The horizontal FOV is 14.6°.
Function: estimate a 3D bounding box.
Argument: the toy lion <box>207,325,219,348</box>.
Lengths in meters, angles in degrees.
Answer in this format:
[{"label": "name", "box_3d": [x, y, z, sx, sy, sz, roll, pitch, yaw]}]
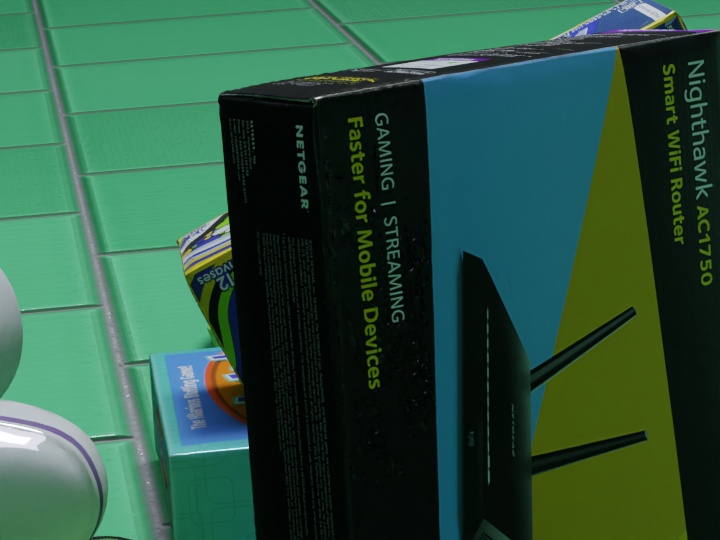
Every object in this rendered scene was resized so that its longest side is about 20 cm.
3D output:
[{"label": "toy lion", "box_3d": [0.000, 0.000, 1.257, 0.199, 0.069, 0.191, -14, 16, 47]}]

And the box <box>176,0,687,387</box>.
[{"label": "box", "box_3d": [0.035, -0.025, 1.024, 0.199, 0.065, 0.070, -29, 13, 0]}]

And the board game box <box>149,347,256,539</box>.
[{"label": "board game box", "box_3d": [0.023, 0.060, 1.063, 0.199, 0.045, 0.152, -6, 13, -7]}]

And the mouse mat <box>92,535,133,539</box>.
[{"label": "mouse mat", "box_3d": [-0.109, 0.124, 0.899, 0.160, 0.008, 0.200, -10, 15, -26]}]

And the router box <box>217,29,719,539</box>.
[{"label": "router box", "box_3d": [0.040, 0.039, 0.793, 0.149, 0.201, 0.051, -12, 13, -36]}]

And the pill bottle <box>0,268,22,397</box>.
[{"label": "pill bottle", "box_3d": [-0.208, 0.044, 1.048, 0.110, 0.112, 0.200, 2, 13, 22]}]

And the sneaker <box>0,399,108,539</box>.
[{"label": "sneaker", "box_3d": [-0.174, 0.102, 0.865, 0.199, 0.073, 0.114, -15, 17, -1]}]
